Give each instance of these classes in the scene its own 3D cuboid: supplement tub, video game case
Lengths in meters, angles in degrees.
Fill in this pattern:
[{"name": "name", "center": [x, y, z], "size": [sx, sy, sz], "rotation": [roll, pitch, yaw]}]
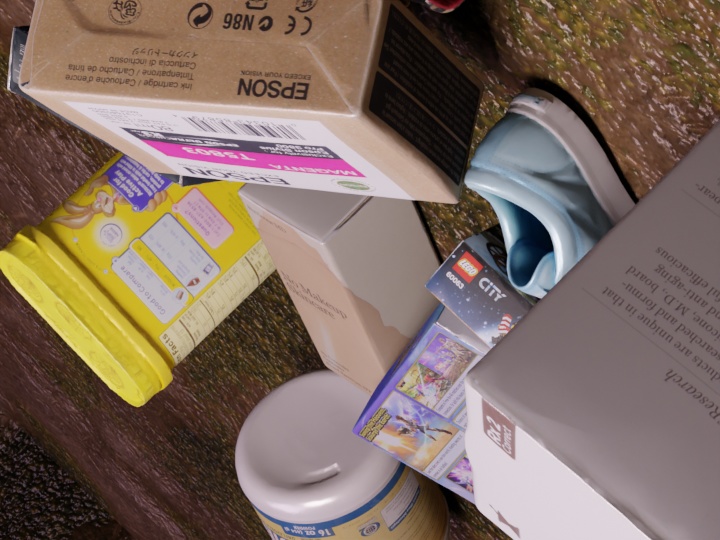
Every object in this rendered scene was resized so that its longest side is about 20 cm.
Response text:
[{"name": "supplement tub", "center": [-0.008, 0.192, 1.998], "size": [0.145, 0.145, 0.200], "rotation": [32, 158, 39]}, {"name": "video game case", "center": [0.105, 0.101, 1.575], "size": [0.181, 0.045, 0.200], "rotation": [30, 152, -2]}]

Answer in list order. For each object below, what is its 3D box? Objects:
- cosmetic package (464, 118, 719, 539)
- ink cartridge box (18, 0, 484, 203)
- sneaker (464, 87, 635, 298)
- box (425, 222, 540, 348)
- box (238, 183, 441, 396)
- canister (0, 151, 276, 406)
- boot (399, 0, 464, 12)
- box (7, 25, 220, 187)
[{"name": "cosmetic package", "center": [0.176, 0.069, 1.193], "size": [0.165, 0.200, 0.165], "rotation": [39, 162, 22]}, {"name": "ink cartridge box", "center": [-0.055, -0.098, 1.288], "size": [0.200, 0.075, 0.165], "rotation": [6, 168, 24]}, {"name": "sneaker", "center": [0.121, -0.005, 1.355], "size": [0.200, 0.082, 0.074], "rotation": [52, 163, -24]}, {"name": "box", "center": [0.139, 0.053, 1.400], "size": [0.200, 0.038, 0.137], "rotation": [43, -161, 8]}, {"name": "box", "center": [0.000, 0.000, 1.657], "size": [0.095, 0.078, 0.200], "rotation": [31, 158, 39]}, {"name": "canister", "center": [-0.134, -0.024, 1.707], "size": [0.149, 0.200, 0.087], "rotation": [47, 163, -4]}, {"name": "boot", "center": [0.002, -0.170, 1.279], "size": [0.151, 0.073, 0.200], "rotation": [31, 151, 45]}, {"name": "box", "center": [-0.103, -0.113, 1.519], "size": [0.200, 0.159, 0.046], "rotation": [28, 119, 44]}]
